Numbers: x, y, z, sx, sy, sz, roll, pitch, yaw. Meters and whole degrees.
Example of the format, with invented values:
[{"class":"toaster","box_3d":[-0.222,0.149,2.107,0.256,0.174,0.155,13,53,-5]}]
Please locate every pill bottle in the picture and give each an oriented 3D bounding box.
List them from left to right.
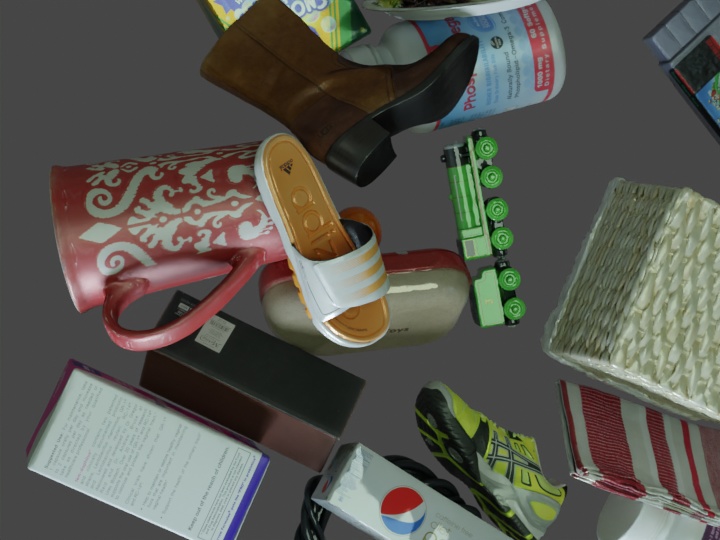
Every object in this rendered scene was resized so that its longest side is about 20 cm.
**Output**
[{"class":"pill bottle","box_3d":[0.086,-0.193,1.449,0.199,0.109,0.109,-16,96,-12]},{"class":"pill bottle","box_3d":[0.341,0.287,1.533,0.199,0.112,0.113,33,85,-14]}]

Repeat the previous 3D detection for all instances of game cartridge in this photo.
[{"class":"game cartridge","box_3d":[0.395,-0.201,1.563,0.130,0.038,0.200,-43,101,-12]}]

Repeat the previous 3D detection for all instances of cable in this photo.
[{"class":"cable","box_3d":[0.029,0.264,1.481,0.200,0.051,0.163,43,83,-11]}]

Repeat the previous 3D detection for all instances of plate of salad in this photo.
[{"class":"plate of salad","box_3d":[0.098,-0.268,1.401,0.199,0.200,0.048,-13,108,-13]}]

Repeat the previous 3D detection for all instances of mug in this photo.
[{"class":"mug","box_3d":[-0.163,-0.025,1.366,0.199,0.133,0.179,-11,89,-4]}]

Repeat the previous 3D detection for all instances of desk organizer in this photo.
[{"class":"desk organizer","box_3d":[-0.104,0.107,1.433,0.199,0.077,0.072,26,53,2]}]

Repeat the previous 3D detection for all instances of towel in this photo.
[{"class":"towel","box_3d":[0.292,0.181,1.509,0.199,0.144,0.023,19,122,-14]}]

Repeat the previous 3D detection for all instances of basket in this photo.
[{"class":"basket","box_3d":[0.318,0.036,1.492,0.197,0.161,0.201,24,89,-14]}]

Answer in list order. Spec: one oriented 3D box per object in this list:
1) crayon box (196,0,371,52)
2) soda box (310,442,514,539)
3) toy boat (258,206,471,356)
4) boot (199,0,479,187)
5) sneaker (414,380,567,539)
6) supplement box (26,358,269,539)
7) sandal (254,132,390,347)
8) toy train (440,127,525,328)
[{"class":"crayon box","box_3d":[-0.094,-0.279,1.431,0.125,0.052,0.201,-32,99,-10]},{"class":"soda box","box_3d":[0.057,0.239,1.428,0.199,0.068,0.064,34,76,-9]},{"class":"toy boat","box_3d":[0.000,0.000,1.447,0.199,0.131,0.131,-5,64,-14]},{"class":"boot","box_3d":[-0.016,-0.188,1.371,0.200,0.069,0.188,38,78,24]},{"class":"sneaker","box_3d":[0.128,0.179,1.504,0.076,0.075,0.200,-44,110,-19]},{"class":"supplement box","box_3d":[-0.198,0.171,1.402,0.199,0.101,0.104,25,87,-14]},{"class":"sandal","box_3d":[-0.026,-0.024,1.310,0.079,0.059,0.207,-38,110,-32]},{"class":"toy train","box_3d":[0.121,-0.039,1.502,0.056,0.042,0.201,-11,95,-2]}]
